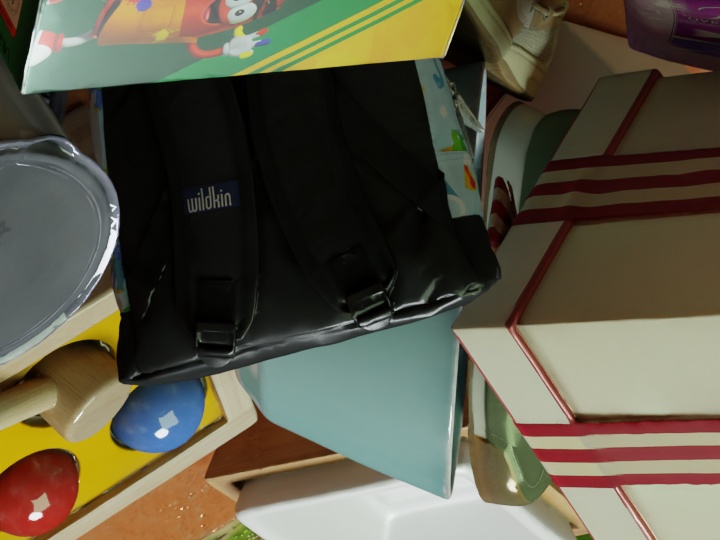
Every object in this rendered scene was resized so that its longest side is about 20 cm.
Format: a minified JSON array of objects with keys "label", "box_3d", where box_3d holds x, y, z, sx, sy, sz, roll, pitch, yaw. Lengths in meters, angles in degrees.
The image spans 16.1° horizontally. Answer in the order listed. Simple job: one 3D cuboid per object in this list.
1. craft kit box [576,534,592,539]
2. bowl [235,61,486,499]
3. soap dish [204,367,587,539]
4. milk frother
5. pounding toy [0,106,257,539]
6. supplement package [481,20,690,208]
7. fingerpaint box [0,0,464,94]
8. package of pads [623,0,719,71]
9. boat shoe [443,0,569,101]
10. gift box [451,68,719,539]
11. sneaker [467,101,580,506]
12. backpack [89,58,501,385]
[{"label":"craft kit box","box_3d":[0.162,0.267,1.668,0.197,0.200,0.049,-32,145,-13]},{"label":"bowl","box_3d":[0.000,0.000,1.175,0.105,0.201,0.201,5,140,5]},{"label":"soap dish","box_3d":[0.027,0.114,1.413,0.157,0.081,0.200,-13,154,20]},{"label":"milk frother","box_3d":[-0.159,-0.043,0.986,0.200,0.188,0.181,-6,136,-37]},{"label":"pounding toy","box_3d":[-0.154,0.047,1.145,0.184,0.142,0.200,-32,147,-12]},{"label":"supplement package","box_3d":[0.161,-0.018,1.320,0.121,0.200,0.120,-53,152,20]},{"label":"fingerpaint box","box_3d":[-0.073,-0.157,0.914,0.166,0.200,0.073,-8,138,-28]},{"label":"package of pads","box_3d":[0.171,-0.131,1.071,0.200,0.120,0.076,42,55,-81]},{"label":"boat shoe","box_3d":[0.058,-0.132,1.188,0.063,0.073,0.201,-61,160,-1]},{"label":"gift box","box_3d":[0.170,0.017,1.101,0.200,0.186,0.185,-53,125,-38]},{"label":"sneaker","box_3d":[0.106,0.021,1.241,0.067,0.090,0.201,-9,104,-65]},{"label":"backpack","box_3d":[-0.037,-0.072,1.033,0.163,0.201,0.154,-16,-175,12]}]
